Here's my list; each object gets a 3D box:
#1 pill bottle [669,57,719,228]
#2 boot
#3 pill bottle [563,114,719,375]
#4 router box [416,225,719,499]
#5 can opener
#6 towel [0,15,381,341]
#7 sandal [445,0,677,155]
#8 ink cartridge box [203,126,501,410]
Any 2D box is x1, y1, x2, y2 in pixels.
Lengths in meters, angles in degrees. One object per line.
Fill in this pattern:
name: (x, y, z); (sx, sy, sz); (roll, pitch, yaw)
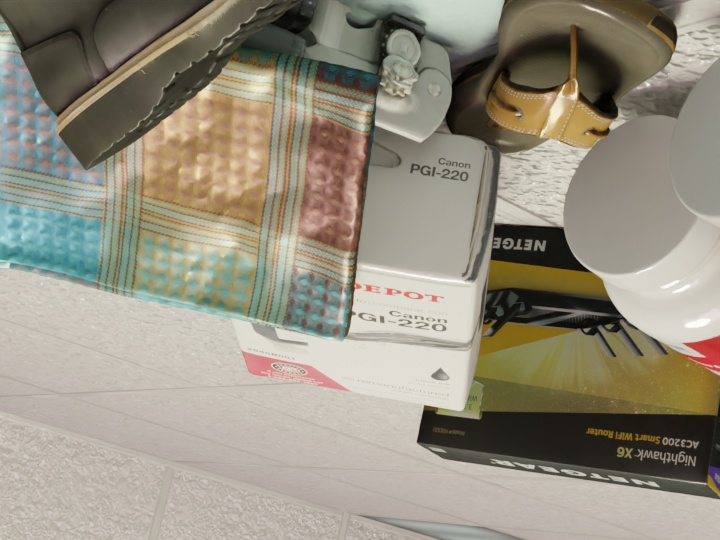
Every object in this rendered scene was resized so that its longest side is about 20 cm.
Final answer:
pill bottle: (0.237, -0.028, 0.594); (0.199, 0.112, 0.111); (21, 162, -29)
boot: (-0.086, -0.147, 0.521); (0.199, 0.139, 0.077); (-35, -175, 26)
pill bottle: (0.200, -0.004, 0.710); (0.112, 0.113, 0.199); (-4, 157, 46)
router box: (0.148, 0.056, 0.879); (0.198, 0.159, 0.052); (4, 163, 28)
can opener: (-0.045, -0.112, 0.636); (0.198, 0.053, 0.066); (20, 162, -22)
towel: (-0.095, -0.045, 0.628); (0.198, 0.022, 0.148); (12, 124, 8)
sandal: (0.085, -0.082, 0.631); (0.081, 0.055, 0.200); (16, 164, -13)
ink cartridge box: (0.000, 0.000, 0.749); (0.144, 0.086, 0.200); (9, 155, 7)
